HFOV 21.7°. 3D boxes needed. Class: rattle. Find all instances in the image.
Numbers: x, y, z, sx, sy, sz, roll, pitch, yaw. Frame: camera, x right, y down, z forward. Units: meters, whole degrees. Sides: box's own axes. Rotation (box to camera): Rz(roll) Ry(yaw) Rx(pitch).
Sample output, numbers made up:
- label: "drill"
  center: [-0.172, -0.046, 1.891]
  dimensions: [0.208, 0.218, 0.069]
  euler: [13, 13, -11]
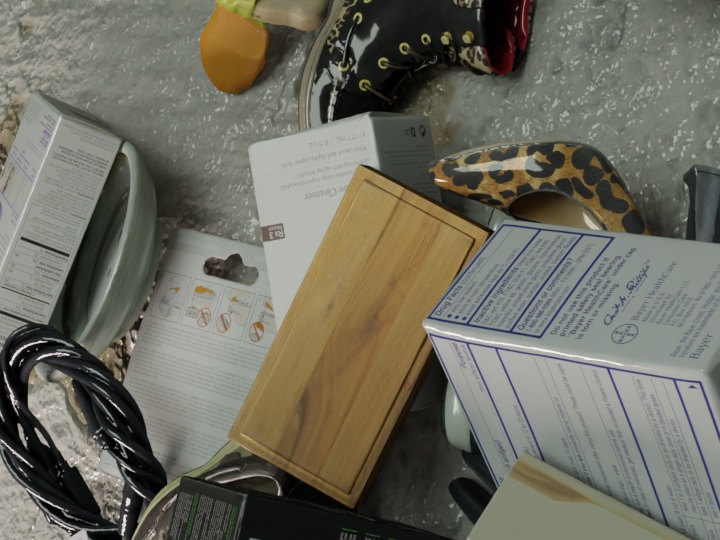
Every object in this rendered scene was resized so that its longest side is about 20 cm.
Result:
- label: "rattle"
  center: [-0.059, -0.260, 1.495]
  dimensions: [0.129, 0.143, 0.202]
  euler: [3, 61, 8]

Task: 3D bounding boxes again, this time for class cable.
- label: "cable"
  center: [-0.214, 0.135, 1.419]
  dimensions: [0.162, 0.051, 0.202]
  euler: [-12, 103, 50]

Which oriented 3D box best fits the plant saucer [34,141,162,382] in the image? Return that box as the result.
- label: "plant saucer"
  center: [-0.202, -0.002, 1.500]
  dimensions: [0.200, 0.050, 0.202]
  euler: [-49, 30, 42]

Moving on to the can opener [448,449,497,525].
- label: "can opener"
  center: [0.118, 0.178, 1.204]
  dimensions: [0.064, 0.078, 0.200]
  euler: [-59, 40, 21]

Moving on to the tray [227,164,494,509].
- label: "tray"
  center: [0.000, 0.043, 1.229]
  dimensions: [0.098, 0.037, 0.202]
  euler: [27, 98, 12]

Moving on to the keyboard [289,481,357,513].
- label: "keyboard"
  center: [-0.040, 0.209, 1.345]
  dimensions: [0.103, 0.039, 0.202]
  euler: [3, 89, 33]

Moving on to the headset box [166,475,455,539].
- label: "headset box"
  center: [-0.034, 0.242, 1.227]
  dimensions: [0.092, 0.199, 0.176]
  euler: [6, 80, 57]

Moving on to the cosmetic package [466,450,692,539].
- label: "cosmetic package"
  center: [0.160, 0.197, 1.080]
  dimensions: [0.199, 0.106, 0.071]
  euler: [28, 61, 17]

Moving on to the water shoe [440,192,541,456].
- label: "water shoe"
  center: [0.114, 0.029, 1.258]
  dimensions: [0.078, 0.071, 0.202]
  euler: [14, 84, 13]

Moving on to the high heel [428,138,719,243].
- label: "high heel"
  center: [0.135, -0.005, 1.183]
  dimensions: [0.198, 0.071, 0.144]
  euler: [7, 75, 2]

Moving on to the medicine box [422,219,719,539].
- label: "medicine box"
  center: [0.164, 0.078, 1.099]
  dimensions: [0.199, 0.183, 0.103]
  euler: [9, 46, 41]

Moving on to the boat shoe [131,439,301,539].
- label: "boat shoe"
  center: [-0.111, 0.178, 1.320]
  dimensions: [0.073, 0.065, 0.200]
  euler: [40, 120, -2]

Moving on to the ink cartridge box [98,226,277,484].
- label: "ink cartridge box"
  center: [-0.109, 0.079, 1.434]
  dimensions: [0.161, 0.050, 0.202]
  euler: [13, 82, 42]

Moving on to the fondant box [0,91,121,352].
- label: "fondant box"
  center: [-0.271, -0.038, 1.550]
  dimensions: [0.202, 0.058, 0.144]
  euler: [-66, 22, 5]

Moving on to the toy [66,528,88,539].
- label: "toy"
  center: [-0.204, 0.312, 1.438]
  dimensions: [0.115, 0.047, 0.202]
  euler: [-33, 65, 36]

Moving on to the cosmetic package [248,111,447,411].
- label: "cosmetic package"
  center: [0.000, 0.000, 1.302]
  dimensions: [0.112, 0.081, 0.202]
  euler: [-12, 86, 34]

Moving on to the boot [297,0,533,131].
- label: "boot"
  center: [0.040, -0.154, 1.357]
  dimensions: [0.150, 0.073, 0.202]
  euler: [7, 77, 41]
